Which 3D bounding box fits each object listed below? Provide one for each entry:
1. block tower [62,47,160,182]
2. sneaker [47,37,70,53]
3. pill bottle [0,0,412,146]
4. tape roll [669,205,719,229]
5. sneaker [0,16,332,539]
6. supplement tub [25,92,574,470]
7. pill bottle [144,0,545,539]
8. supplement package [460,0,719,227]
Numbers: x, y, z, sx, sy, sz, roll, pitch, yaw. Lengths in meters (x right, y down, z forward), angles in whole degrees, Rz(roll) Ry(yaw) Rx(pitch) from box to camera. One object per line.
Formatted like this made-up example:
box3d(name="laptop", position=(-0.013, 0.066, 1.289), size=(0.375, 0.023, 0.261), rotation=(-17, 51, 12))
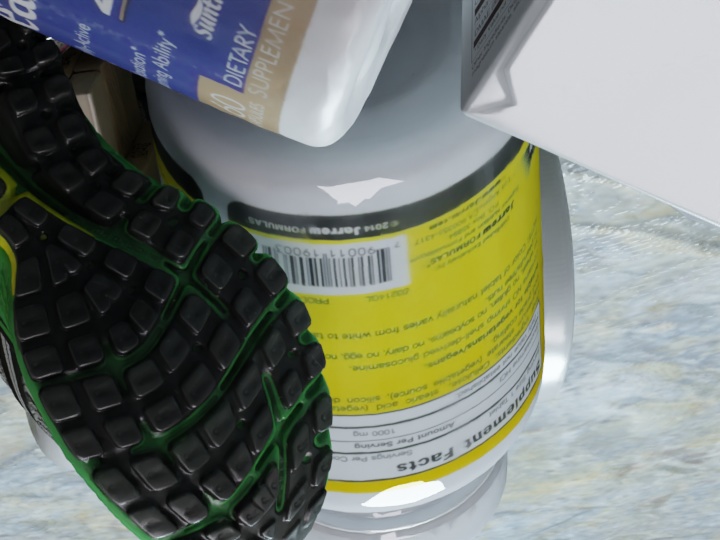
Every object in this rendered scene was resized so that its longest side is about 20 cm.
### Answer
box3d(name="block tower", position=(-0.168, -0.041, 0.958), size=(0.199, 0.054, 0.058), rotation=(-5, 118, 12))
box3d(name="sneaker", position=(-0.119, -0.100, 0.837), size=(0.081, 0.088, 0.200), rotation=(-9, 159, 0))
box3d(name="pill bottle", position=(-0.076, -0.118, 0.695), size=(0.200, 0.111, 0.111), rotation=(23, 157, 3))
box3d(name="tape roll", position=(0.141, -0.110, 0.823), size=(0.200, 0.066, 0.201), rotation=(-28, 145, -22))
box3d(name="sneaker", position=(-0.079, 0.001, 0.780), size=(0.078, 0.200, 0.085), rotation=(-34, 172, -18))
box3d(name="supplement tub", position=(-0.030, -0.002, 1.053), size=(0.199, 0.141, 0.140), rotation=(-6, 159, -10))
box3d(name="pill bottle", position=(0.000, 0.000, 0.849), size=(0.112, 0.113, 0.200), rotation=(-8, 137, -3))
box3d(name="supplement package", position=(0.146, -0.084, 0.642), size=(0.200, 0.111, 0.156), rotation=(23, 125, -15))
